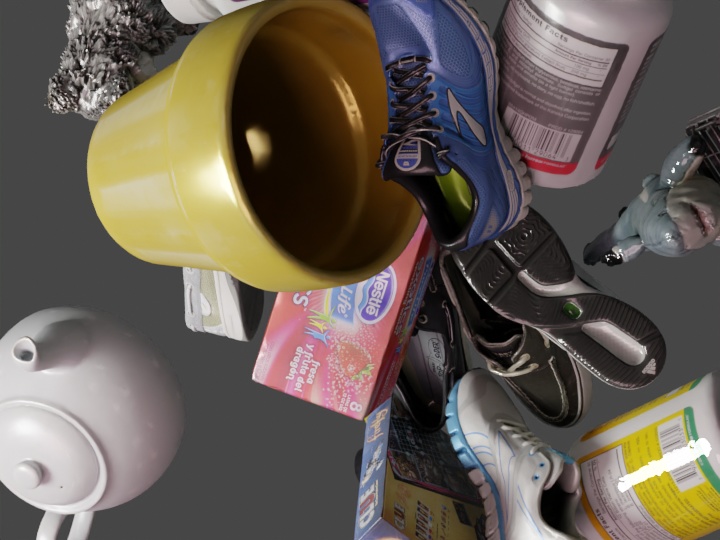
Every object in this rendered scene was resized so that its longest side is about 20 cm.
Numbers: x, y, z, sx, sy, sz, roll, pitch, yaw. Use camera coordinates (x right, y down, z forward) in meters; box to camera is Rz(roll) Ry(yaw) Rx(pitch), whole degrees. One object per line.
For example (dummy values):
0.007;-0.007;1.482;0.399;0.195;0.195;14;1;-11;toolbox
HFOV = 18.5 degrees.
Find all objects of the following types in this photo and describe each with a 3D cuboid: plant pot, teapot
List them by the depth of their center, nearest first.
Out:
-0.083;-0.078;1.551;0.189;0.201;0.201;-10;119;45;plant pot
-0.255;0.141;1.907;0.200;0.146;0.197;47;129;-13;teapot

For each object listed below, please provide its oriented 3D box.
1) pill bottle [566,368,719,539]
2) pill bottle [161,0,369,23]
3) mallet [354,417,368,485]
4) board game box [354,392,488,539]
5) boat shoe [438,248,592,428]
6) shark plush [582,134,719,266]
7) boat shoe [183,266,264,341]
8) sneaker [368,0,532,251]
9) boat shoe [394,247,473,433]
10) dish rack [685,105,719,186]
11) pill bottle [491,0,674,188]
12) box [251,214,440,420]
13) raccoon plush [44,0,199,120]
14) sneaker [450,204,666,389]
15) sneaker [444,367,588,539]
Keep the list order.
0.230;0.161;1.722;0.200;0.113;0.113;-31;107;36;pill bottle
-0.045;-0.231;1.572;0.200;0.112;0.112;-6;120;27;pill bottle
0.005;0.094;1.830;0.066;0.041;0.200;-7;116;28;mallet
0.061;0.191;1.735;0.135;0.200;0.035;38;111;-13;board game box
0.115;0.051;1.728;0.071;0.064;0.200;-18;114;33;boat shoe
0.201;-0.036;1.591;0.091;0.083;0.200;55;159;-17;shark plush
-0.126;-0.029;1.778;0.065;0.074;0.202;3;131;18;boat shoe
0.052;-0.104;1.501;0.078;0.089;0.200;-9;111;40;sneaker
0.039;0.042;1.755;0.074;0.066;0.200;3;123;25;boat shoe
0.334;-0.084;1.543;0.200;0.055;0.154;-23;110;37;dish rack
0.151;-0.164;1.530;0.111;0.111;0.200;26;130;6;pill bottle
0.000;0.000;1.671;0.095;0.100;0.200;20;100;10;box
-0.207;-0.205;1.648;0.097;0.134;0.200;-18;114;34;raccoon plush
0.143;0.021;1.669;0.200;0.115;0.076;42;88;10;sneaker
0.131;0.152;1.711;0.075;0.200;0.087;11;137;-39;sneaker
